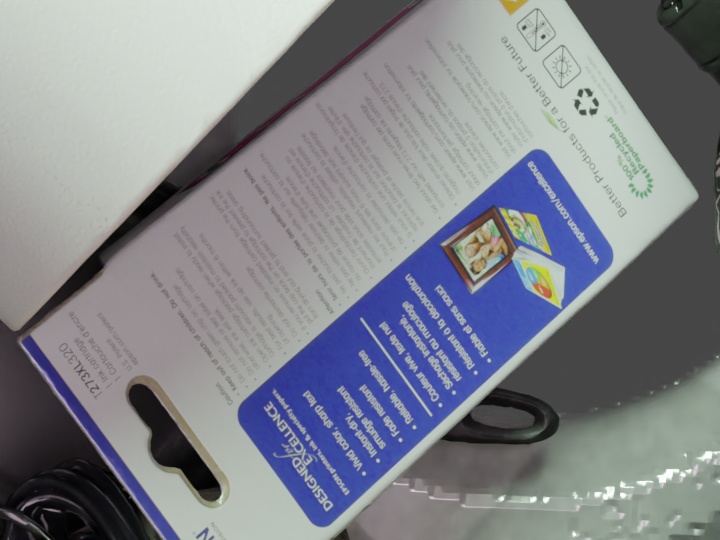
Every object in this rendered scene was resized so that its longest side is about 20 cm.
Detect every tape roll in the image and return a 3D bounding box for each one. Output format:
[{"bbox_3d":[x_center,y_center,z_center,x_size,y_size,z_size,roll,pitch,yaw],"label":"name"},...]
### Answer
[{"bbox_3d":[-0.066,-0.104,0.710,0.139,0.203,0.203,45,89,-4],"label":"tape roll"}]

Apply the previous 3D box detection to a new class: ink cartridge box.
[{"bbox_3d":[0.000,0.000,0.776,0.200,0.037,0.095,-41,100,-31],"label":"ink cartridge box"}]

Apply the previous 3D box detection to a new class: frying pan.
[{"bbox_3d":[-0.046,0.016,0.814,0.189,0.031,0.116,-15,95,-15],"label":"frying pan"}]

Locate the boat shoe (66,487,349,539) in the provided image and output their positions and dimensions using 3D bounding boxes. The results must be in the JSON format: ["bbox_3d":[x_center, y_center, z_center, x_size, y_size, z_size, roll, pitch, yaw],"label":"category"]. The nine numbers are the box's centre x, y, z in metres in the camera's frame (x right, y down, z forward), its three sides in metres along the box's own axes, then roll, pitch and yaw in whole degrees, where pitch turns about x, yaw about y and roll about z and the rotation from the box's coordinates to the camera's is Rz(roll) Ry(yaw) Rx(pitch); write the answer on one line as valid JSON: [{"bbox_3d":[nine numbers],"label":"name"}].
[{"bbox_3d":[-0.085,0.132,0.787,0.199,0.074,0.075,-29,142,3],"label":"boat shoe"}]

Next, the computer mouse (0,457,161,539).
[{"bbox_3d":[-0.124,0.130,0.707,0.199,0.139,0.053,-15,139,-26],"label":"computer mouse"}]

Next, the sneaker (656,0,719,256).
[{"bbox_3d":[0.165,-0.080,0.820,0.200,0.060,0.104,-41,97,3],"label":"sneaker"}]
